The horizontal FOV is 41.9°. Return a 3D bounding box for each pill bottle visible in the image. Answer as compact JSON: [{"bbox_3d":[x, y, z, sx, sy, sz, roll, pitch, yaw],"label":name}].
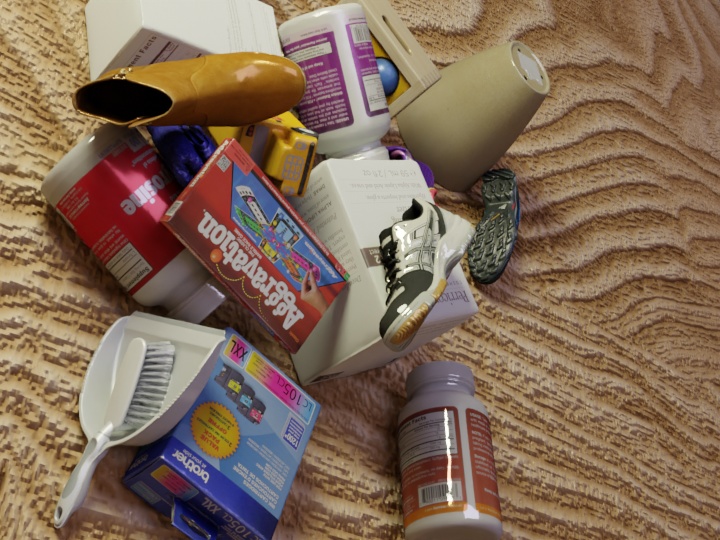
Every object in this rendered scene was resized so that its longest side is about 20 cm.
[{"bbox_3d":[-0.025,-0.212,1.152,0.112,0.111,0.204,-25,103,-52],"label":"pill bottle"},{"bbox_3d":[0.100,0.214,1.087,0.111,0.112,0.203,25,48,-34],"label":"pill bottle"},{"bbox_3d":[-0.209,-0.041,0.930,0.201,0.112,0.113,50,38,-9],"label":"pill bottle"}]

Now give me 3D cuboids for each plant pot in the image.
[{"bbox_3d":[0.187,-0.255,1.445,0.185,0.199,0.190,27,45,-31],"label":"plant pot"}]

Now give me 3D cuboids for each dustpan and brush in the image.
[{"bbox_3d":[-0.212,0.130,0.827,0.057,0.138,0.204,36,68,-51],"label":"dustpan and brush"}]

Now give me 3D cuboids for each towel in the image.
[{"bbox_3d":[-0.159,-0.108,0.983,0.148,0.049,0.200,48,2,-36],"label":"towel"}]

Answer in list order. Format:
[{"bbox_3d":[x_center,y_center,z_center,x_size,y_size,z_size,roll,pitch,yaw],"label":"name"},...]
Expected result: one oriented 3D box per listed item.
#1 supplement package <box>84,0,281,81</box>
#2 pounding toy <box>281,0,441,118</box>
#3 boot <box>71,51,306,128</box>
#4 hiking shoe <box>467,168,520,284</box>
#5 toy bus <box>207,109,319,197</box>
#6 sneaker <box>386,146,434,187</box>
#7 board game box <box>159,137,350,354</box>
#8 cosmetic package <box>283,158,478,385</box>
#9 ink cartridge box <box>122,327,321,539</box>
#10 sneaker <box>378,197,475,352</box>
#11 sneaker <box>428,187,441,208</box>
[{"bbox_3d":[-0.202,-0.262,1.091,0.198,0.117,0.119,14,55,-42],"label":"supplement package"},{"bbox_3d":[-0.032,-0.271,1.253,0.201,0.183,0.142,52,26,-6],"label":"pounding toy"},{"bbox_3d":[-0.151,-0.159,0.862,0.144,0.197,0.072,-87,174,-75],"label":"boot"},{"bbox_3d":[0.215,-0.057,1.436,0.087,0.073,0.203,56,42,-48],"label":"hiking shoe"},{"bbox_3d":[-0.107,-0.143,1.011,0.077,0.066,0.200,10,19,-24],"label":"toy bus"},{"bbox_3d":[0.049,-0.132,1.298,0.198,0.088,0.082,-6,67,-50],"label":"sneaker"},{"bbox_3d":[-0.096,-0.020,0.917,0.104,0.019,0.200,-53,125,-18],"label":"board game box"},{"bbox_3d":[0.000,0.000,1.086,0.163,0.164,0.203,-8,69,-47],"label":"cosmetic package"},{"bbox_3d":[-0.131,0.176,0.893,0.136,0.076,0.202,42,42,-18],"label":"ink cartridge box"},{"bbox_3d":[0.047,0.000,0.963,0.087,0.076,0.201,33,41,0],"label":"sneaker"},{"bbox_3d":[0.104,-0.030,1.261,0.201,0.089,0.079,55,33,-34],"label":"sneaker"}]
